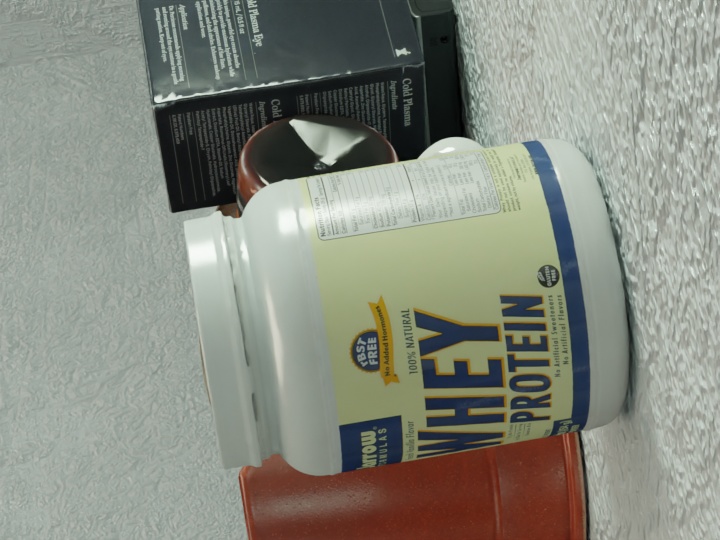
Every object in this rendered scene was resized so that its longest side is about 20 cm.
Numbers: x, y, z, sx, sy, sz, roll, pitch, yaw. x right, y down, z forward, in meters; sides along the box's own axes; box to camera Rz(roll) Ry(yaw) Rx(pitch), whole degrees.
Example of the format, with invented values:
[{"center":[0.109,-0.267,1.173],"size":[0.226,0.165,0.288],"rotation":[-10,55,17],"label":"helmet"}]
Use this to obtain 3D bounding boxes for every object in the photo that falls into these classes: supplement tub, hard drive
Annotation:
[{"center":[0.020,0.020,0.981],"size":[0.145,0.198,0.146],"rotation":[170,90,-86],"label":"supplement tub"},{"center":[-0.029,0.005,1.317],"size":[0.107,0.106,0.201],"rotation":[-104,13,-50],"label":"supplement tub"},{"center":[0.047,-0.133,1.451],"size":[0.140,0.033,0.201],"rotation":[-105,7,-53],"label":"hard drive"}]

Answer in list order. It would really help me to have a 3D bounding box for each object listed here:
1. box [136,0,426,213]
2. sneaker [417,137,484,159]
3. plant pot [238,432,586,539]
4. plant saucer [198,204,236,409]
[{"center":[-0.059,-0.155,1.380],"size":[0.105,0.180,0.201],"rotation":[85,175,-48],"label":"box"},{"center":[0.059,-0.035,1.300],"size":[0.201,0.075,0.089],"rotation":[85,-174,-56],"label":"sneaker"},{"center":[0.020,0.100,1.212],"size":[0.201,0.193,0.203],"rotation":[171,90,-87],"label":"plant pot"},{"center":[-0.078,0.034,1.533],"size":[0.200,0.034,0.202],"rotation":[-179,90,-66],"label":"plant saucer"}]
